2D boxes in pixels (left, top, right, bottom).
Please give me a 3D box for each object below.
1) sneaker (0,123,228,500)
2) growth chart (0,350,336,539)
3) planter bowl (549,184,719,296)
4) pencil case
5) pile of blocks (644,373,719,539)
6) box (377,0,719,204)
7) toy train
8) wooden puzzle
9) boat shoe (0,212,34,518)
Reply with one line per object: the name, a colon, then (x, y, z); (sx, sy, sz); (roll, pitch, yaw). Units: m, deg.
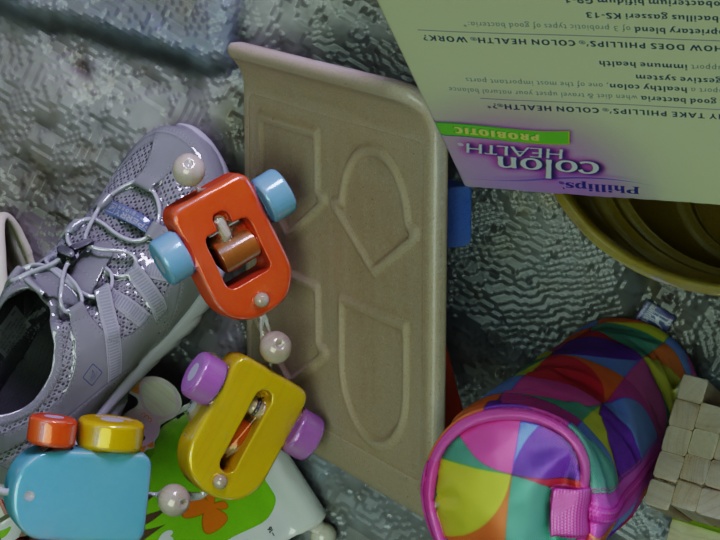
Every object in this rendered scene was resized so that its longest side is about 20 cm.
sneaker: (-0.126, 0.013, 0.997); (0.074, 0.082, 0.201); (18, 73, 29)
growth chart: (-0.112, 0.144, 1.048); (0.200, 0.018, 0.145); (-42, 114, 1)
planter bowl: (0.179, -0.059, 0.911); (0.199, 0.084, 0.202); (-8, 59, 14)
pencil case: (0.096, 0.076, 0.931); (0.088, 0.200, 0.089); (6, 104, 23)
pile of blocks: (0.177, 0.122, 0.952); (0.062, 0.082, 0.201); (15, 147, 24)
box: (0.106, -0.117, 0.798); (0.175, 0.200, 0.097); (4, 62, 22)
toy train: (-0.101, 0.046, 0.964); (0.200, 0.056, 0.151); (-35, 106, -14)
wooden puzzle: (0.000, 0.000, 0.971); (0.046, 0.185, 0.201); (-12, 107, -26)
boat shoe: (-0.163, 0.070, 1.067); (0.062, 0.071, 0.201); (-25, 91, 17)
